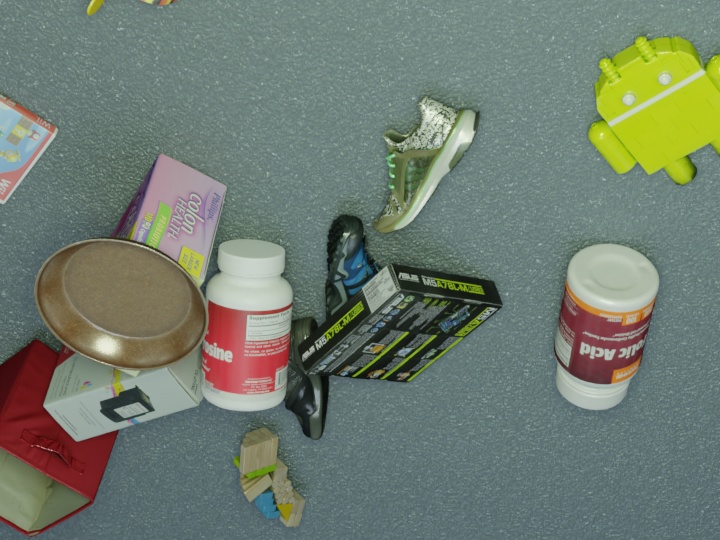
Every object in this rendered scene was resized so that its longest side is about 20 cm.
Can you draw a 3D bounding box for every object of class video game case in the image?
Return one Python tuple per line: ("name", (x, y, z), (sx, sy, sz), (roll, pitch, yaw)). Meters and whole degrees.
("video game case", (-0.485, -0.176, 1.527), (0.200, 0.017, 0.143), (32, 127, -22))

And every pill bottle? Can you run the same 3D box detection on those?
("pill bottle", (0.306, 0.076, 1.607), (0.113, 0.114, 0.201), (3, 132, 3))
("pill bottle", (-0.144, 0.068, 1.615), (0.112, 0.112, 0.201), (5, 107, 1))

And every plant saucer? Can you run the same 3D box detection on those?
("plant saucer", (-0.269, 0.032, 1.442), (0.199, 0.037, 0.201), (3, 131, 3))

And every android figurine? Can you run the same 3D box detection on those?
("android figurine", (0.343, -0.182, 1.421), (0.182, 0.041, 0.200), (-27, 126, 27))

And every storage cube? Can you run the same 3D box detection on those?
("storage cube", (-0.456, 0.237, 1.776), (0.171, 0.180, 0.200), (37, 133, -24))

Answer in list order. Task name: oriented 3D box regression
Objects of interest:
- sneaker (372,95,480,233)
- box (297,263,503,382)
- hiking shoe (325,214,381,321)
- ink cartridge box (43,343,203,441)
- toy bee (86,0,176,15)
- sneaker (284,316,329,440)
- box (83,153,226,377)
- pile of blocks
("sneaker", (0.058, -0.130, 1.488), (0.088, 0.077, 0.200), (33, 123, -6))
("box", (0.051, 0.073, 1.625), (0.193, 0.048, 0.200), (6, 142, -43))
("hiking shoe", (0.000, 0.000, 1.609), (0.086, 0.075, 0.200), (0, 142, -4))
("ink cartridge box", (-0.306, 0.127, 1.697), (0.199, 0.146, 0.083), (-18, 128, 21))
("toy bee", (-0.277, -0.320, 1.315), (0.199, 0.109, 0.131), (9, 134, -2))
("sneaker", (-0.104, 0.151, 1.747), (0.114, 0.076, 0.200), (-3, 129, 11))
("box", (-0.261, -0.005, 1.550), (0.096, 0.176, 0.200), (27, 130, -17))
("pile of blocks", (-0.148, 0.312, 1.898), (0.082, 0.062, 0.201), (-35, 130, -20))
